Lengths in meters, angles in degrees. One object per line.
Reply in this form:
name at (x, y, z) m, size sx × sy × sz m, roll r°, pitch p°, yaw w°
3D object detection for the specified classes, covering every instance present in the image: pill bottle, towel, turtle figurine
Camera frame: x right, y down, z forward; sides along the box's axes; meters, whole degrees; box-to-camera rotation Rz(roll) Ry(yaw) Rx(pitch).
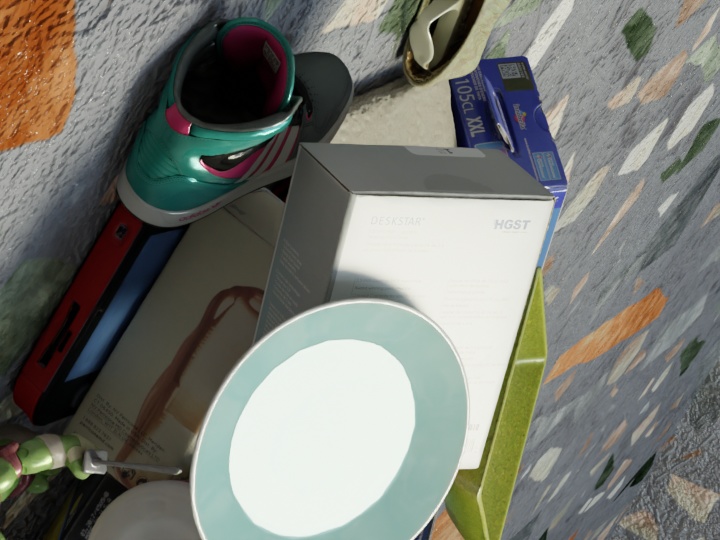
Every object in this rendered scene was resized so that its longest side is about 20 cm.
pill bottle at (-0.094, 0.197, 1.487) m, size 0.114 × 0.113 × 0.200 m, roll -54°, pitch 161°, yaw 6°
towel at (0.014, -0.069, 1.666) m, size 0.200 × 0.034 × 0.134 m, roll -27°, pitch 113°, yaw -54°
turtle figurine at (-0.215, 0.171, 1.403) m, size 0.194 × 0.198 × 0.145 m, roll -132°, pitch -134°, yaw -84°

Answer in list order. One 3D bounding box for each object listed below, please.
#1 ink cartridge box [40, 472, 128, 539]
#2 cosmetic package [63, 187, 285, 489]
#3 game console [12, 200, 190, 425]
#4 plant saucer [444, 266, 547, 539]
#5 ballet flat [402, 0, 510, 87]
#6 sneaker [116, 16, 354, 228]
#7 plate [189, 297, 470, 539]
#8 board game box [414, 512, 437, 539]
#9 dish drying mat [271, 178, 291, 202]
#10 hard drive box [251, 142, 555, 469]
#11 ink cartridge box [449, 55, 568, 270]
ink cartridge box at (-0.206, 0.192, 1.645) m, size 0.198 × 0.047 × 0.200 m, roll -58°, pitch -170°, yaw 16°
cosmetic package at (-0.103, 0.051, 1.516) m, size 0.201 × 0.087 × 0.103 m, roll -58°, pitch 165°, yaw 17°
game console at (-0.146, 0.013, 1.510) m, size 0.201 × 0.031 × 0.177 m, roll -57°, pitch 163°, yaw 16°
plant saucer at (0.105, 0.118, 1.828) m, size 0.200 × 0.048 × 0.201 m, roll 76°, pitch 28°, yaw -66°
ballet flat at (0.074, -0.202, 1.608) m, size 0.062 × 0.067 × 0.201 m, roll -30°, pitch 154°, yaw -30°
sneaker at (-0.062, -0.114, 1.398) m, size 0.200 × 0.084 × 0.121 m, roll -37°, pitch 167°, yaw -40°
plate at (-0.021, 0.107, 1.384) m, size 0.199 × 0.026 × 0.202 m, roll -13°, pitch 116°, yaw -27°
board game box at (0.021, 0.201, 1.648) m, size 0.200 × 0.061 × 0.201 m, roll 98°, pitch 6°, yaw -66°
dish drying mat at (-0.087, 0.017, 1.685) m, size 0.077 × 0.018 × 0.201 m, roll -46°, pitch 164°, yaw -56°
hard drive box at (0.021, 0.026, 1.435) m, size 0.155 × 0.077 × 0.201 m, roll 1°, pitch 116°, yaw -31°
ink cartridge box at (0.106, -0.077, 1.801) m, size 0.076 × 0.137 × 0.200 m, roll -6°, pitch 146°, yaw -14°
